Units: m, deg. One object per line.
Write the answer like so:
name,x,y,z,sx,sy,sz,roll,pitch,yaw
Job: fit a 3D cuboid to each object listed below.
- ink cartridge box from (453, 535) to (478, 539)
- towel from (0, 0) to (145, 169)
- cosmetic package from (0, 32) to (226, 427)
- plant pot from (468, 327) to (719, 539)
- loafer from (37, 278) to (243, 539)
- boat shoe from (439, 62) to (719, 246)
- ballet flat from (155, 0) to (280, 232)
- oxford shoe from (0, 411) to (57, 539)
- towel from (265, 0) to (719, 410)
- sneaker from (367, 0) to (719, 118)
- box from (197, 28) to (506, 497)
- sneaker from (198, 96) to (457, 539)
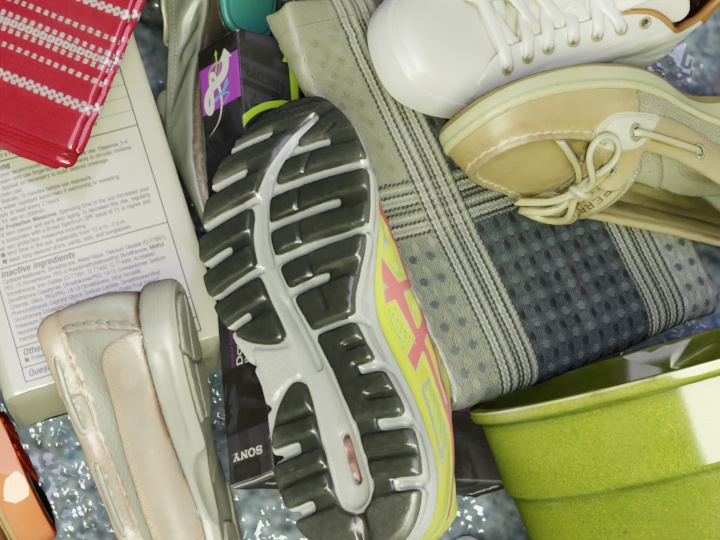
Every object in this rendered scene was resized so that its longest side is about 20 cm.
ink cartridge box,0.041,0.180,0.706,0.115,0.200,0.067,-23,101,-13
towel,-0.148,-0.157,0.760,0.144,0.022,0.201,20,81,12
cosmetic package,-0.137,-0.041,0.794,0.104,0.071,0.201,-15,76,-10
plant pot,0.167,0.126,0.735,0.199,0.200,0.194,-15,88,-11
loafer,-0.087,0.102,0.737,0.062,0.072,0.201,-9,108,3
boat shoe,0.123,-0.043,0.778,0.200,0.073,0.064,6,60,-42
ballet flat,-0.069,-0.099,0.829,0.067,0.063,0.202,16,67,-44
oxford shoe,-0.208,0.043,0.763,0.072,0.071,0.201,-27,79,-8
towel,0.063,-0.047,0.805,0.192,0.034,0.201,-17,80,-39
sneaker,0.092,-0.124,0.786,0.199,0.085,0.073,-19,82,-39
box,0.000,0.000,0.785,0.142,0.036,0.202,7,72,-39
sneaker,-0.007,0.026,0.709,0.078,0.090,0.201,-19,68,20
